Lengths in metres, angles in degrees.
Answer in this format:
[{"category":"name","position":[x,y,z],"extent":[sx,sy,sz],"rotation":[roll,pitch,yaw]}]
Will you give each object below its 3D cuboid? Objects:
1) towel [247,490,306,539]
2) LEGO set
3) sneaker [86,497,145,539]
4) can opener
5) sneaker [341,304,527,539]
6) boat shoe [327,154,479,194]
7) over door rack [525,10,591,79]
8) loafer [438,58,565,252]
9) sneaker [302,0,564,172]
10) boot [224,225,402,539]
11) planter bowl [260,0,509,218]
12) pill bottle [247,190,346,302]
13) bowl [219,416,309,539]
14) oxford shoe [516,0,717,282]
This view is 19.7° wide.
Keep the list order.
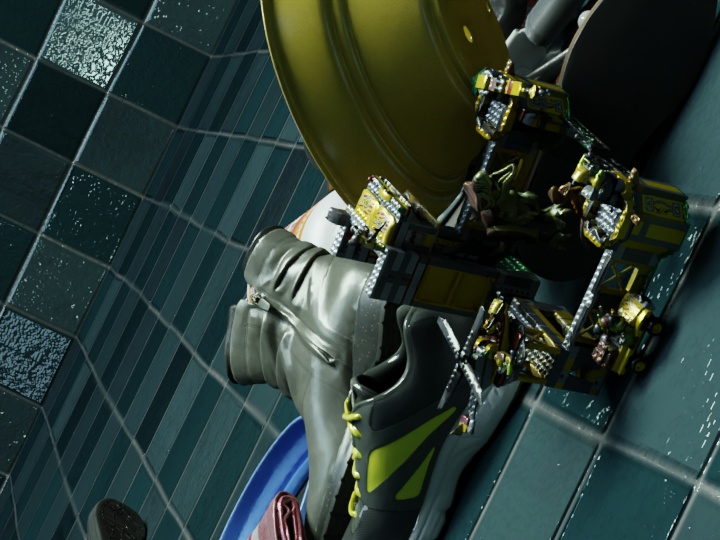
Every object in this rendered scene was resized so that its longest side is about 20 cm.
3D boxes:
[{"category":"towel","position":[-0.072,0.249,1.300],"extent":[0.200,0.023,0.144],"rotation":[-55,40,46]},{"category":"LEGO set","position":[0.064,-0.024,1.065],"extent":[0.154,0.116,0.200],"rotation":[-64,32,26]},{"category":"sneaker","position":[-0.255,0.305,1.988],"extent":[0.104,0.060,0.200],"rotation":[-56,18,16]},{"category":"can opener","position":[0.135,-0.167,1.350],"extent":[0.200,0.053,0.067],"rotation":[-54,15,33]},{"category":"sneaker","position":[0.020,0.102,1.213],"extent":[0.200,0.084,0.074],"rotation":[-62,12,10]},{"category":"boat shoe","position":[0.039,-0.067,1.536],"extent":[0.200,0.072,0.068],"rotation":[172,94,-66]},{"category":"over door rack","position":[0.098,-0.192,1.240],"extent":[0.200,0.148,0.067],"rotation":[-35,-14,36]},{"category":"loafer","position":[0.100,-0.047,1.265],"extent":[0.063,0.072,0.200],"rotation":[56,129,23]},{"category":"sneaker","position":[0.057,-0.133,1.446],"extent":[0.201,0.067,0.108],"rotation":[-42,-19,27]},{"category":"boot","position":[-0.031,0.077,1.314],"extent":[0.130,0.068,0.201],"rotation":[11,88,37]},{"category":"planter bowl","position":[0.031,-0.123,1.188],"extent":[0.083,0.201,0.201],"rotation":[-20,35,25]},{"category":"pill bottle","position":[0.000,0.000,1.428],"extent":[0.112,0.112,0.200],"rotation":[-68,13,-19]},{"category":"bowl","position":[-0.061,0.199,1.453],"extent":[0.201,0.039,0.201],"rotation":[-58,14,23]},{"category":"oxford shoe","position":[0.136,-0.095,1.171],"extent":[0.200,0.071,0.071],"rotation":[-63,9,10]}]
